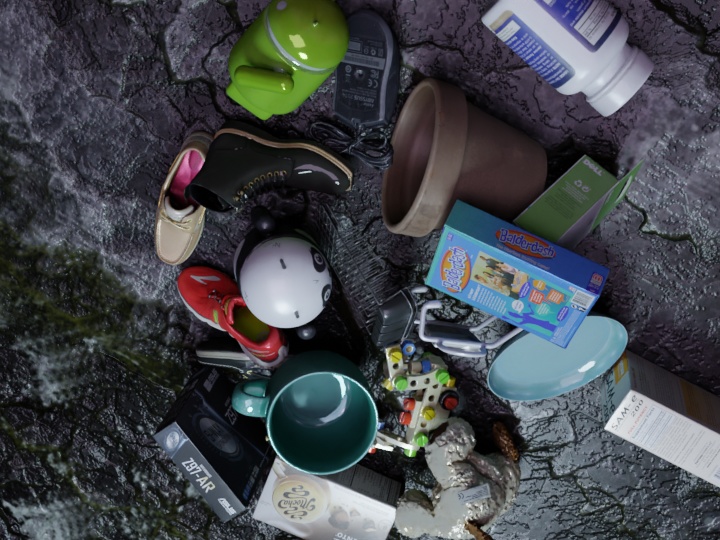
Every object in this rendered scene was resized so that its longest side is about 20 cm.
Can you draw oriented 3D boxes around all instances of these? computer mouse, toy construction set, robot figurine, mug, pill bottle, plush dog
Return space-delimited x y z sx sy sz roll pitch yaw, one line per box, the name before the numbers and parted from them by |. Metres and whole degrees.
computer mouse | 0.004 -0.243 1.504 0.138 0.053 0.201 21 115 25
toy construction set | 0.065 0.192 1.636 0.130 0.092 0.201 9 122 -21
robot figurine | -0.091 -0.277 1.454 0.115 0.176 0.200 37 138 -15
mug | -0.068 0.177 1.576 0.152 0.114 0.185 -42 108 6
robot figurine | -0.103 0.002 1.531 0.150 0.200 0.125 29 96 -15
pill bottle | 0.259 -0.289 1.415 0.200 0.120 0.120 41 111 -7
plush dog | 0.167 0.312 1.627 0.160 0.171 0.201 36 118 28

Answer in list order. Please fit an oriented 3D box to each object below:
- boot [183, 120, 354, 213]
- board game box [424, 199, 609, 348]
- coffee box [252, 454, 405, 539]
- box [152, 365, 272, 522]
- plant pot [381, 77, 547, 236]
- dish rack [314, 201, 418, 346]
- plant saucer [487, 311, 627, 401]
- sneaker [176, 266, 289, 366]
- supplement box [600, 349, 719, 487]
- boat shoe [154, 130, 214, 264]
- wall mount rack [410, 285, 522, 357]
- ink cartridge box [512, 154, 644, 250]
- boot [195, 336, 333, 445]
boot | -0.120 -0.111 1.513 0.199 0.139 0.078 15 137 12
board game box | 0.187 0.007 1.405 0.199 0.045 0.152 25 152 6
coffee box | -0.046 0.343 1.714 0.199 0.080 0.114 23 111 0
box | -0.203 0.239 1.636 0.043 0.200 0.161 -33 101 18
plant pot | 0.139 -0.128 1.469 0.174 0.200 0.201 13 113 -14
dish rack | 0.000 0.000 1.533 0.054 0.154 0.201 -27 74 -14
plant saucer | 0.264 0.112 1.559 0.199 0.028 0.201 -11 144 -8
sneaker | -0.177 0.050 1.598 0.200 0.085 0.077 35 74 18
supplement box | 0.433 0.204 1.567 0.199 0.126 0.074 27 113 -1
boat shoe | -0.249 -0.094 1.590 0.073 0.069 0.201 18 112 2
wall mount rack | 0.155 0.064 1.533 0.173 0.200 0.075 6 99 -7
ink cartridge box | 0.267 -0.076 1.459 0.059 0.200 0.104 41 156 17
boot | -0.141 0.180 1.668 0.202 0.074 0.155 5 106 3
